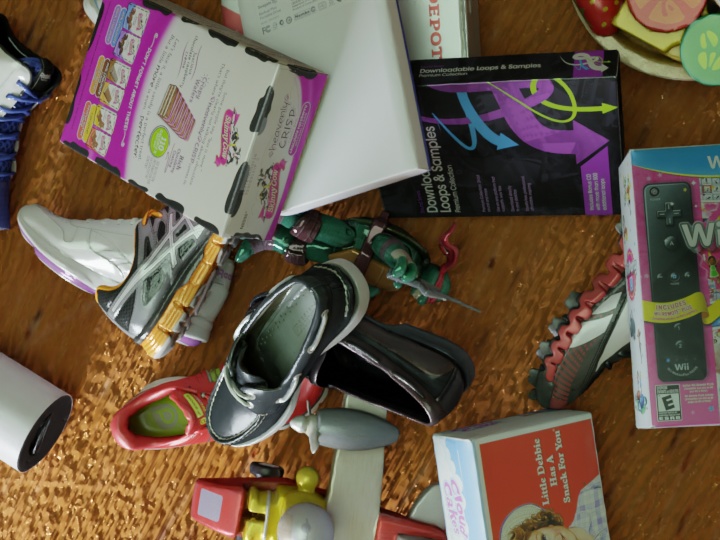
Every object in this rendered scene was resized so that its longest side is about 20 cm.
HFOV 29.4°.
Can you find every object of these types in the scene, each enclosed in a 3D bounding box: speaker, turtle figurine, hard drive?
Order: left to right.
[{"bbox_3d":[-0.357,0.096,1.216,0.199,0.081,0.081,29,100,11],"label":"speaker"},{"bbox_3d":[-0.025,-0.155,1.029,0.132,0.025,0.201,-16,81,32],"label":"hard drive"},{"bbox_3d":[0.000,0.000,1.114,0.199,0.101,0.150,24,140,1],"label":"turtle figurine"}]

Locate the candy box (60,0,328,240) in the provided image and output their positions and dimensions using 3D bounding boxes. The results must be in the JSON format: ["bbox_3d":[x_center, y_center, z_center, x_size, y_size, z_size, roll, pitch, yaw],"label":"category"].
[{"bbox_3d":[-0.132,-0.123,1.052,0.200,0.061,0.137,30,107,35],"label":"candy box"}]

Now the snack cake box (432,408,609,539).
[{"bbox_3d":[0.132,0.217,1.075,0.115,0.067,0.201,-9,91,-25],"label":"snack cake box"}]

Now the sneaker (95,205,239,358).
[{"bbox_3d":[-0.141,-0.031,1.110,0.077,0.078,0.201,30,82,4],"label":"sneaker"}]

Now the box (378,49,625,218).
[{"bbox_3d":[0.104,-0.101,1.067,0.199,0.036,0.143,0,137,16],"label":"box"}]

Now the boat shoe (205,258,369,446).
[{"bbox_3d":[-0.072,0.067,1.046,0.076,0.060,0.200,46,121,20],"label":"boat shoe"}]

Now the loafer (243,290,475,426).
[{"bbox_3d":[-0.012,0.068,1.070,0.199,0.063,0.072,15,139,24],"label":"loafer"}]

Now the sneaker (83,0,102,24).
[{"bbox_3d":[-0.154,-0.173,1.157,0.072,0.072,0.200,-37,87,6],"label":"sneaker"}]

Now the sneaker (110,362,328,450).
[{"bbox_3d":[-0.118,0.115,1.153,0.199,0.085,0.077,-20,89,15],"label":"sneaker"}]

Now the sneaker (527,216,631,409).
[{"bbox_3d":[0.211,0.036,1.071,0.098,0.071,0.201,36,99,12],"label":"sneaker"}]

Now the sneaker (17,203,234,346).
[{"bbox_3d":[-0.200,-0.016,1.184,0.199,0.075,0.100,28,86,7],"label":"sneaker"}]

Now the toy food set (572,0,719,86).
[{"bbox_3d":[0.250,-0.241,1.017,0.197,0.049,0.201,30,100,12],"label":"toy food set"}]

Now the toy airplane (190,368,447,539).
[{"bbox_3d":[-0.021,0.210,1.103,0.199,0.141,0.200,-35,80,7],"label":"toy airplane"}]

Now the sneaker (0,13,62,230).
[{"bbox_3d":[-0.319,-0.137,1.194,0.115,0.081,0.200,-10,89,17],"label":"sneaker"}]

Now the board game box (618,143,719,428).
[{"bbox_3d":[0.270,0.011,0.995,0.147,0.064,0.201,-4,81,4],"label":"board game box"}]

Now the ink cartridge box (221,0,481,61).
[{"bbox_3d":[-0.006,-0.216,1.108,0.199,0.083,0.148,-2,93,15],"label":"ink cartridge box"}]
